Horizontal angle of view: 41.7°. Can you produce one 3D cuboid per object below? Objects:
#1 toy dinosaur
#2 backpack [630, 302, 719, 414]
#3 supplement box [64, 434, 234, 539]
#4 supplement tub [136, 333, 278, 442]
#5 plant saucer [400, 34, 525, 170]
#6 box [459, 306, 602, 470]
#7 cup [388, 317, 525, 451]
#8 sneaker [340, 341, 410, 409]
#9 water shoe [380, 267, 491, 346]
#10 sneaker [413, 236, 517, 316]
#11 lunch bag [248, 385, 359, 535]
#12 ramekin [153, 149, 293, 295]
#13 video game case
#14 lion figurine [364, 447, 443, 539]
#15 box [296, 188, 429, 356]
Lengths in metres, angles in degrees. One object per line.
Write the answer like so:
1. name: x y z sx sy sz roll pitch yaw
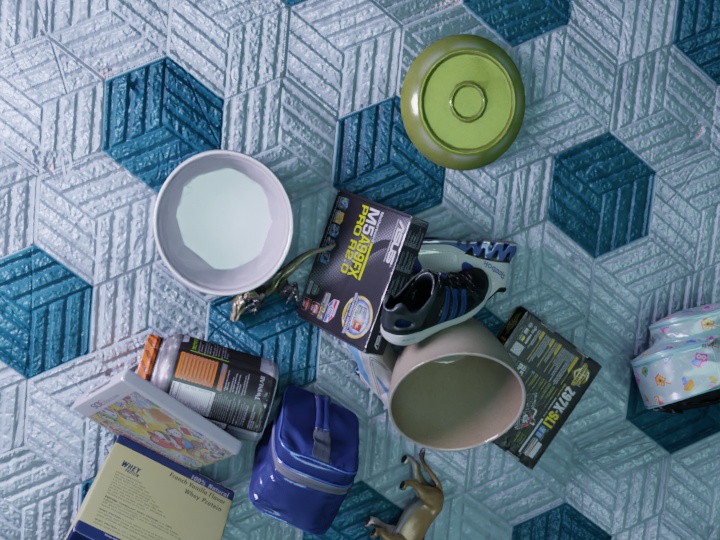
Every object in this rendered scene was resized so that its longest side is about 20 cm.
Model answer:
1. toy dinosaur: -0.123 0.023 1.366 0.198 0.089 0.048 -30 114 15
2. backpack: 0.517 0.136 1.453 0.197 0.176 0.156 -23 83 -4
3. supplement box: -0.307 0.379 1.331 0.198 0.201 0.135 29 116 -11
4. supplement tub: -0.226 0.166 1.373 0.196 0.123 0.125 18 94 -9
5. plant saucer: 0.159 -0.253 1.423 0.195 0.031 0.205 -1 98 -8
6. box: 0.259 0.184 1.483 0.158 0.049 0.202 34 91 -13
7. cup: 0.133 0.144 1.389 0.195 0.145 0.203 -2 129 -2
8. sneaker: 0.038 0.167 1.447 0.072 0.072 0.202 -16 112 35
9. water shoe: 0.113 0.034 1.320 0.198 0.071 0.080 -30 136 -31
10. sneaker: 0.142 0.010 1.428 0.195 0.081 0.118 2 95 -10
11. lunch bag: -0.073 0.261 1.374 0.134 0.201 0.134 25 112 -12
12. ramekin: -0.195 -0.070 1.357 0.195 0.105 0.205 -1 97 -7
13. video game case: -0.290 0.220 1.337 0.199 0.181 0.023 37 53 -22
14. lion figurine: 0.083 0.389 1.472 0.122 0.072 0.202 35 87 -18
15. box: 0.000 0.000 1.370 0.044 0.159 0.204 15 97 -46
